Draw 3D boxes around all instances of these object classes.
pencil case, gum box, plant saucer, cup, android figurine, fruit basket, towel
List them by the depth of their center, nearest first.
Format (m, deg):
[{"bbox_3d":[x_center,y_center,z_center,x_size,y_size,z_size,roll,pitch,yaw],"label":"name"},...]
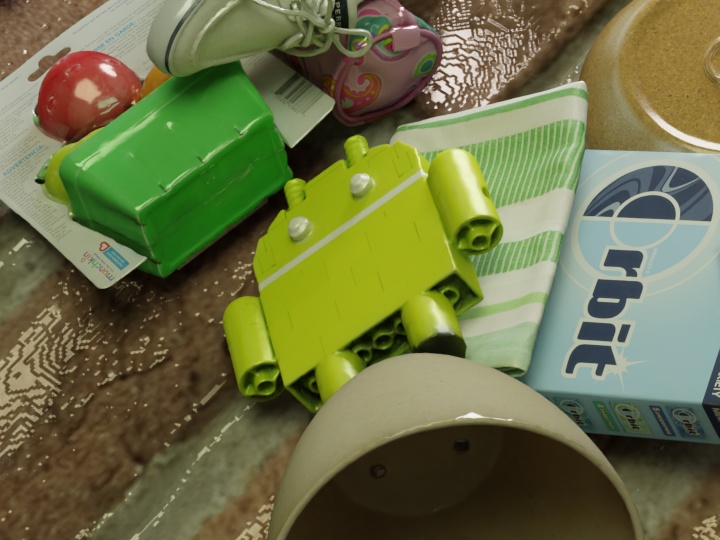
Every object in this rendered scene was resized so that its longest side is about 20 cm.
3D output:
[{"bbox_3d":[0.039,0.124,1.583,0.199,0.201,0.144,-14,32,-1],"label":"cup"},{"bbox_3d":[0.158,0.012,1.680,0.199,0.045,0.171,2,54,31],"label":"gum box"},{"bbox_3d":[0.000,0.000,1.705,0.182,0.041,0.201,-34,40,16],"label":"android figurine"},{"bbox_3d":[0.055,-0.015,1.715,0.152,0.023,0.201,-12,47,38],"label":"towel"},{"bbox_3d":[0.228,-0.115,1.793,0.199,0.036,0.201,-4,56,6],"label":"plant saucer"},{"bbox_3d":[-0.139,-0.086,1.814,0.185,0.094,0.200,-38,43,-17],"label":"fruit basket"},{"bbox_3d":[-0.032,-0.181,1.847,0.087,0.088,0.200,-29,57,-11],"label":"pencil case"}]

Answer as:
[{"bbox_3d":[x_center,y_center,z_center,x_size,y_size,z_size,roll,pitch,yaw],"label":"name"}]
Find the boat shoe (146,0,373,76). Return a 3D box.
[{"bbox_3d":[-0.027,-0.160,1.748,0.201,0.075,0.086,-34,61,-26],"label":"boat shoe"}]
